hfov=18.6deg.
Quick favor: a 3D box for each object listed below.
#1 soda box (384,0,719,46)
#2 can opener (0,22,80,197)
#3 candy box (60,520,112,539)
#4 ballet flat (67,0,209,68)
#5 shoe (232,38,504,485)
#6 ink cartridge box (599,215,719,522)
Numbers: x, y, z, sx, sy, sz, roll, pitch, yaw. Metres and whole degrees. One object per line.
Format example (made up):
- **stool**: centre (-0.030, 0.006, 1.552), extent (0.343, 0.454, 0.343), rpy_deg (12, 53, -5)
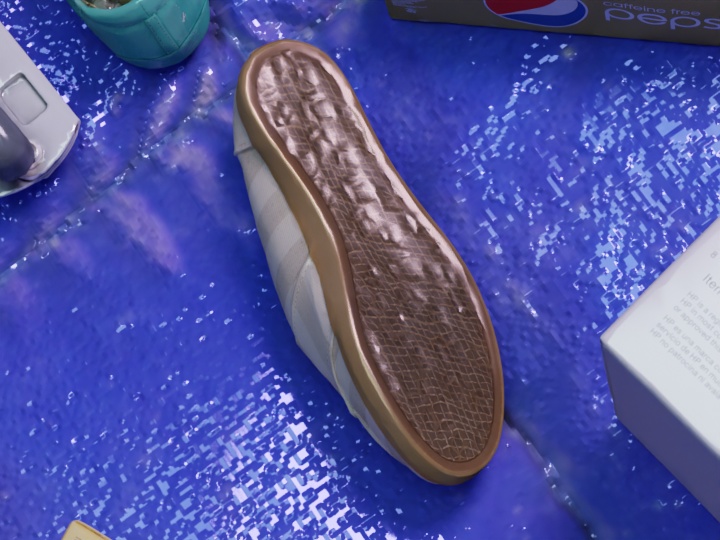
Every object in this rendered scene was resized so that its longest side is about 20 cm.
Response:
- **soda box**: centre (0.107, -0.141, 0.930), extent (0.198, 0.064, 0.068), rpy_deg (6, 76, 11)
- **can opener**: centre (-0.198, -0.116, 0.973), extent (0.053, 0.067, 0.200), rpy_deg (-39, 72, -3)
- **candy box**: centre (-0.056, 0.199, 0.869), extent (0.199, 0.056, 0.117), rpy_deg (28, 80, 14)
- **ballet flat**: centre (-0.130, -0.180, 0.977), extent (0.067, 0.070, 0.201), rpy_deg (-33, 72, 0)
- **shoe**: centre (0.000, 0.000, 0.921), extent (0.069, 0.053, 0.201), rpy_deg (-17, 74, -29)
- **ink cartridge box**: centre (0.211, 0.022, 0.824), extent (0.200, 0.145, 0.147), rpy_deg (-43, 73, -4)
